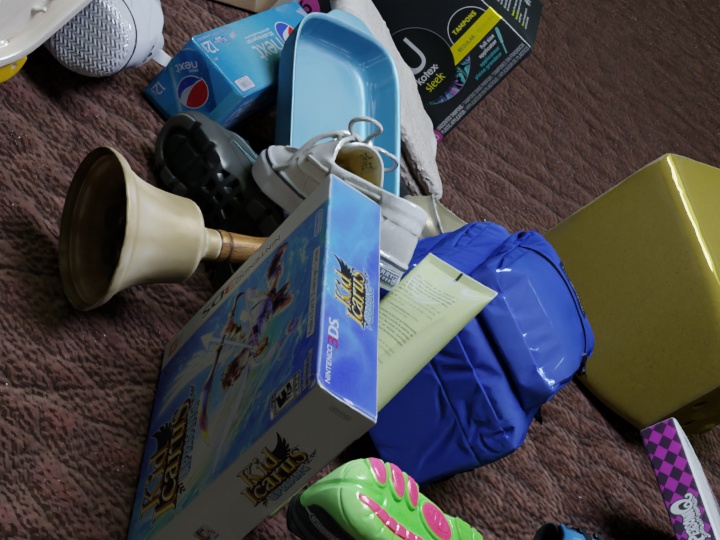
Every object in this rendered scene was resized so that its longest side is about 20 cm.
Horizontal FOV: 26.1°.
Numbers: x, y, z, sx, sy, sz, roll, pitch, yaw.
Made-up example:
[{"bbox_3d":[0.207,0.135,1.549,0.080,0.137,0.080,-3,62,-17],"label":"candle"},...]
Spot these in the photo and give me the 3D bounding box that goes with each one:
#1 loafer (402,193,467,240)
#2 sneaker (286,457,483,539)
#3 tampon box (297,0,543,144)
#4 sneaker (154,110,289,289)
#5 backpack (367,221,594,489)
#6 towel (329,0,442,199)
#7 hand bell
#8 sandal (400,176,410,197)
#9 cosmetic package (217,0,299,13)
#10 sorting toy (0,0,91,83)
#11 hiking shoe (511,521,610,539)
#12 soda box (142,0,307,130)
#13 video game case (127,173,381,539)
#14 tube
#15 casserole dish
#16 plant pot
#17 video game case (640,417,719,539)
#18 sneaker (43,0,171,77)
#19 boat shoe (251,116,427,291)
[{"bbox_3d":[0.098,-0.006,1.287,0.200,0.068,0.076,46,22,-45],"label":"loafer"},{"bbox_3d":[0.026,0.189,0.986,0.200,0.084,0.077,51,38,-30],"label":"sneaker"},{"bbox_3d":[0.053,-0.254,1.514,0.200,0.150,0.126,40,28,-11],"label":"tampon box"},{"bbox_3d":[-0.075,-0.036,1.140,0.079,0.075,0.200,8,47,-54],"label":"sneaker"},{"bbox_3d":[0.083,0.052,1.133,0.163,0.167,0.200,69,18,-5],"label":"backpack"},{"bbox_3d":[0.025,-0.163,1.404,0.133,0.034,0.200,-95,159,-51],"label":"towel"},{"bbox_3d":[-0.087,-0.013,1.026,0.200,0.104,0.104,9,44,-33],"label":"hand bell"},{"bbox_3d":[0.008,-0.061,1.325,0.201,0.048,0.075,59,27,-2],"label":"sandal"},{"bbox_3d":[-0.137,-0.304,1.403,0.200,0.071,0.105,9,46,-49],"label":"cosmetic package"},{"bbox_3d":[-0.270,-0.241,1.073,0.180,0.200,0.107,43,-11,26],"label":"sorting toy"},{"bbox_3d":[0.172,0.217,1.146,0.200,0.074,0.087,-3,56,-55],"label":"hiking shoe"},{"bbox_3d":[-0.093,-0.166,1.288,0.064,0.068,0.200,49,28,2],"label":"soda box"},{"bbox_3d":[-0.061,0.064,0.916,0.045,0.181,0.200,33,31,-21],"label":"video game case"},{"bbox_3d":[-0.003,0.070,0.983,0.058,0.200,0.052,43,-11,11],"label":"tube"},{"bbox_3d":[-0.022,-0.111,1.245,0.121,0.039,0.201,19,64,-41],"label":"casserole dish"},{"bbox_3d":[0.291,0.040,1.432,0.194,0.195,0.200,9,54,-48],"label":"plant pot"},{"bbox_3d":[0.285,0.245,1.231,0.200,0.036,0.181,-101,164,-45],"label":"video game case"},{"bbox_3d":[-0.228,-0.214,1.170,0.200,0.075,0.115,42,14,13],"label":"sneaker"},{"bbox_3d":[-0.009,-0.064,1.058,0.075,0.086,0.202,30,8,-29],"label":"boat shoe"}]
